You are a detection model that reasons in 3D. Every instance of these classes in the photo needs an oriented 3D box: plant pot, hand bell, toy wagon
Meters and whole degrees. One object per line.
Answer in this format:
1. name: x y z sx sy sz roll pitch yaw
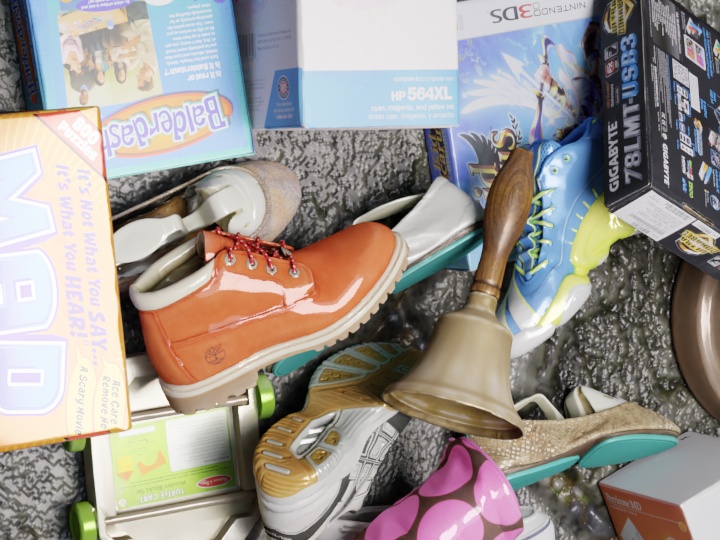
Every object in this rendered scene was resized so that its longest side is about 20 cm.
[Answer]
1. plant pot: 0.372 0.043 1.604 0.198 0.174 0.203 -2 95 -25
2. hand bell: 0.091 0.008 1.441 0.103 0.104 0.202 23 75 -24
3. toy wagon: -0.132 0.157 1.450 0.154 0.039 0.202 -8 97 -24

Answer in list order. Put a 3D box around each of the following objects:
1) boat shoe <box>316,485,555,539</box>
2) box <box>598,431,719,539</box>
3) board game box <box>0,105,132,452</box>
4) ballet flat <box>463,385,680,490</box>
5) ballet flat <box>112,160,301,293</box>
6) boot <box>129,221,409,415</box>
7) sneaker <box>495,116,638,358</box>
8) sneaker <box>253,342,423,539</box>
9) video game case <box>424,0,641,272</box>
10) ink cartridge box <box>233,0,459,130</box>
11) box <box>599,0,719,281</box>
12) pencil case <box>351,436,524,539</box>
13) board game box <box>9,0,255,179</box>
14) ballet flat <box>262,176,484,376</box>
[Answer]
1. boat shoe: 0.053 0.192 1.524 0.198 0.072 0.066 -6 100 -16
2. box: 0.286 0.242 1.600 0.097 0.124 0.202 -26 102 -21
3. board game box: -0.276 0.006 1.286 0.198 0.200 0.202 -8 96 -24
4. ballet flat: 0.161 0.122 1.568 0.199 0.071 0.066 -7 66 -36
5. ballet flat: -0.121 -0.029 1.424 0.199 0.067 0.068 -27 84 -22
6. boot: -0.062 0.006 1.396 0.199 0.075 0.108 -30 119 -12
7. sneaker: 0.137 -0.031 1.507 0.105 0.076 0.200 46 69 -10
8. sneaker: -0.014 0.126 1.478 0.200 0.075 0.088 -38 139 -43
9. video game case: 0.137 -0.115 1.557 0.180 0.045 0.202 -12 98 -23
10. ink cartridge box: -0.012 -0.200 1.437 0.124 0.128 0.202 -2 94 -25
11. box: 0.259 -0.093 1.525 0.198 0.049 0.202 30 48 -36
12. pencil case: 0.020 0.204 1.438 0.199 0.094 0.091 -36 141 -10
13. board game box: -0.162 -0.167 1.415 0.151 0.045 0.202 -11 97 -24
14. ballet flat: 0.000 0.000 1.488 0.199 0.069 0.070 -34 106 -5
